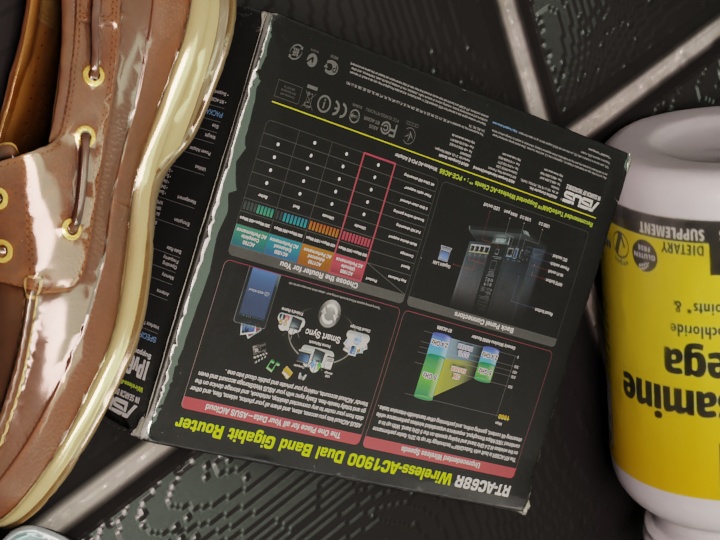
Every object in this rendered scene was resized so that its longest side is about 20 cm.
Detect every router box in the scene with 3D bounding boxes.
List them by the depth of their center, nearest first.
[{"bbox_3d":[0.000,0.000,0.727,0.199,0.062,0.151,17,90,-41],"label":"router box"}]

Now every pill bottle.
[{"bbox_3d":[0.161,0.039,0.840,0.112,0.112,0.202,-20,114,-34],"label":"pill bottle"}]

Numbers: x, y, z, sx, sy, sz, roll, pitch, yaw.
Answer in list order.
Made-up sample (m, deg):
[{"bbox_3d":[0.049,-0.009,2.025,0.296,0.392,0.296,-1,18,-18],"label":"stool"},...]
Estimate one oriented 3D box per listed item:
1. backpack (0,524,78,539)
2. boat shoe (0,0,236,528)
[{"bbox_3d":[-0.117,0.203,0.613,0.200,0.151,0.178,-43,90,-9],"label":"backpack"},{"bbox_3d":[-0.105,-0.019,0.634,0.067,0.072,0.202,21,83,-35],"label":"boat shoe"}]
